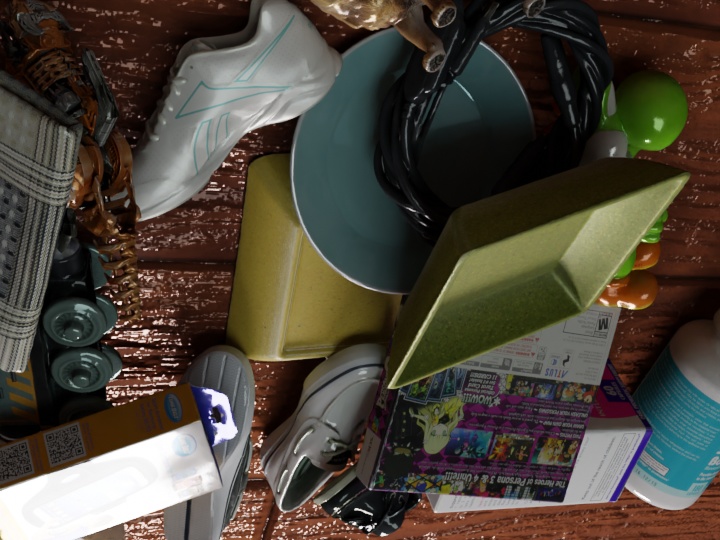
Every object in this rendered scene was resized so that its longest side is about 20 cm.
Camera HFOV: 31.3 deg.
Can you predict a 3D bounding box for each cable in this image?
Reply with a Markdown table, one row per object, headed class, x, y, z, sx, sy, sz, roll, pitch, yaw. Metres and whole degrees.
| class | x | y | z | sx | sy | sz | roll | pitch | yaw |
| --- | --- | --- | --- | --- | --- | --- | --- | --- | --- |
| cable | 0.096 | -0.109 | 0.930 | 0.161 | 0.051 | 0.202 | 15 | 103 | -28 |

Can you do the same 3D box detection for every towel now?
| class | x | y | z | sx | sy | sz | roll | pitch | yaw |
| --- | --- | --- | --- | --- | --- | --- | --- | --- | --- |
| towel | -0.272 | -0.055 | 0.794 | 0.035 | 0.198 | 0.194 | -42 | 160 | -54 |

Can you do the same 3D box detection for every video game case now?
| class | x | y | z | sx | sy | sz | roll | pitch | yaw |
| --- | --- | --- | --- | --- | --- | --- | --- | --- | --- |
| video game case | 0.108 | 0.098 | 1.060 | 0.197 | 0.036 | 0.184 | 8 | 102 | -28 |

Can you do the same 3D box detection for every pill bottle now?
| class | x | y | z | sx | sy | sz | roll | pitch | yaw |
| --- | --- | --- | --- | --- | --- | --- | --- | --- | --- |
| pill bottle | 0.326 | 0.126 | 1.236 | 0.109 | 0.111 | 0.201 | 8 | 126 | -28 |

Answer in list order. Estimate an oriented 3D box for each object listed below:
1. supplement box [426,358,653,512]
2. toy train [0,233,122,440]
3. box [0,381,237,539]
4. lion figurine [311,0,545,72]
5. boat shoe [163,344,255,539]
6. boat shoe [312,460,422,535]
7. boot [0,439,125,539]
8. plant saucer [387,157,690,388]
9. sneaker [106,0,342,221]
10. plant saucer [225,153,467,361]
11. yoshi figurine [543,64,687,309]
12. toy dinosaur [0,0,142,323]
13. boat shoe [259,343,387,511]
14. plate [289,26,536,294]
| class | x | y | z | sx | sy | sz | roll | pitch | yaw |
| --- | --- | --- | --- | --- | --- | --- | --- | --- | --- |
| supplement box | 0.152 | 0.150 | 1.191 | 0.197 | 0.102 | 0.104 | 0 | 129 | -23 |
| toy train | -0.240 | 0.054 | 0.961 | 0.112 | 0.086 | 0.202 | 0 | 134 | -5 |
| box | -0.189 | 0.152 | 0.985 | 0.197 | 0.042 | 0.120 | -17 | 147 | -7 |
| lion figurine | 0.054 | -0.209 | 0.848 | 0.198 | 0.123 | 0.073 | -26 | 148 | -22 |
| boat shoe | -0.127 | 0.147 | 1.094 | 0.071 | 0.071 | 0.202 | 20 | 114 | 11 |
| boat shoe | 0.015 | 0.200 | 1.131 | 0.074 | 0.067 | 0.199 | -35 | 170 | 5 |
| boot | -0.298 | 0.200 | 1.076 | 0.090 | 0.073 | 0.199 | -37 | 126 | 22 |
| plant saucer | 0.115 | -0.007 | 0.935 | 0.198 | 0.048 | 0.200 | -20 | 156 | -26 |
| sneaker | -0.111 | -0.113 | 0.880 | 0.199 | 0.071 | 0.080 | -38 | 124 | 4 |
| plant saucer | 0.000 | 0.000 | 1.032 | 0.197 | 0.049 | 0.202 | -4 | 131 | -20 |
| yoshi figurine | 0.219 | -0.076 | 1.021 | 0.111 | 0.112 | 0.202 | -30 | 126 | -23 |
| toy dinosaur | -0.192 | -0.065 | 0.815 | 0.101 | 0.203 | 0.135 | 8 | 155 | -45 |
| boat shoe | -0.023 | 0.140 | 1.100 | 0.073 | 0.067 | 0.201 | 1 | 144 | -28 |
| plate | 0.038 | -0.082 | 0.955 | 0.197 | 0.026 | 0.203 | -6 | 107 | -20 |
